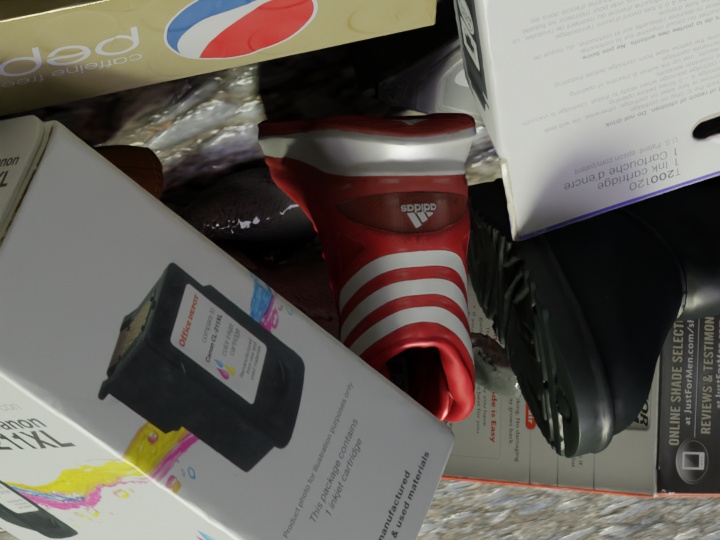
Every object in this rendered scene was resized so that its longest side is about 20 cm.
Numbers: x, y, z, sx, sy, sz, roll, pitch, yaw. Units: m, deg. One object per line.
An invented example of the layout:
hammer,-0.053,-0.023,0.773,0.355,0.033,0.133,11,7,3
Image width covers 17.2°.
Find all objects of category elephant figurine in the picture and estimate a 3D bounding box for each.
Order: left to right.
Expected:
elephant figurine,-0.059,0.027,1.026,0.199,0.142,0.155,30,105,-42

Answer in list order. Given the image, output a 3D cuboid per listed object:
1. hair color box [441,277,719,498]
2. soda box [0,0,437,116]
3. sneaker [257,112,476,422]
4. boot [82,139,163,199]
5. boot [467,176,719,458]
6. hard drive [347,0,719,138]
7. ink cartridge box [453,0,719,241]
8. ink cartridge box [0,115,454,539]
hair color box,0.094,0.051,1.110,0.061,0.103,0.199,4,177,-33
soda box,-0.077,-0.098,0.747,0.198,0.065,0.068,-13,161,-6
sneaker,0.000,0.000,0.914,0.078,0.117,0.200,0,-179,-3
boot,-0.175,0.007,0.949,0.154,0.074,0.200,-3,158,-32
boot,0.133,-0.005,0.920,0.167,0.077,0.200,-13,-161,-3
hard drive,0.109,-0.095,0.925,0.139,0.038,0.199,-29,156,36
ink cartridge box,0.127,-0.110,0.798,0.197,0.044,0.201,-17,142,-4
ink cartridge box,-0.091,0.042,0.823,0.200,0.083,0.145,38,153,-32
